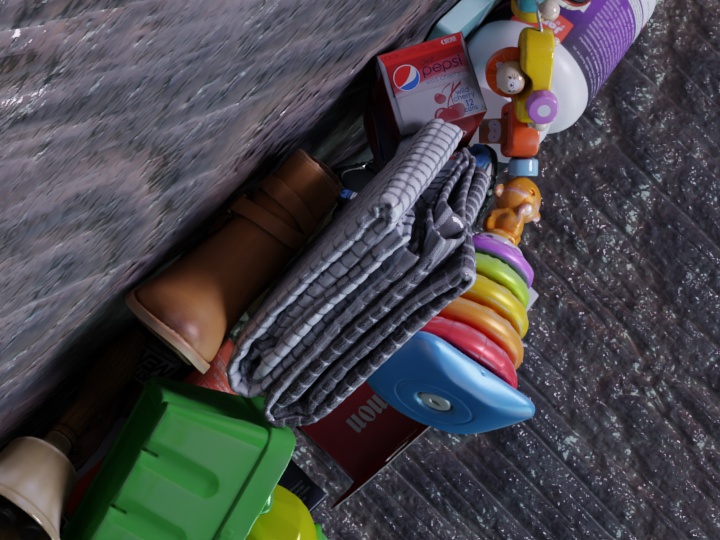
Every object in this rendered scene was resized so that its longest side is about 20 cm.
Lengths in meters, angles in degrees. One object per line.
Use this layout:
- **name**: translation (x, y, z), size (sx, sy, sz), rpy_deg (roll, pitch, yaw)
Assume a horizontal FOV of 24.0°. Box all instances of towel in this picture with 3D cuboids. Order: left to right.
- **towel**: translation (0.006, 0.004, 1.172), size (0.200, 0.086, 0.166), rpy_deg (-45, -173, 27)

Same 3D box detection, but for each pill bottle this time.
- **pill bottle**: translation (0.157, -0.186, 1.416), size (0.200, 0.111, 0.111), rpy_deg (-53, -179, -30)

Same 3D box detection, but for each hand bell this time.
- **hand bell**: translation (-0.208, 0.113, 1.206), size (0.104, 0.104, 0.200), rpy_deg (-49, -172, 50)

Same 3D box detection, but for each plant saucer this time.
- **plant saucer**: translation (0.065, -0.178, 1.410), size (0.070, 0.019, 0.200), rpy_deg (-44, 177, -21)

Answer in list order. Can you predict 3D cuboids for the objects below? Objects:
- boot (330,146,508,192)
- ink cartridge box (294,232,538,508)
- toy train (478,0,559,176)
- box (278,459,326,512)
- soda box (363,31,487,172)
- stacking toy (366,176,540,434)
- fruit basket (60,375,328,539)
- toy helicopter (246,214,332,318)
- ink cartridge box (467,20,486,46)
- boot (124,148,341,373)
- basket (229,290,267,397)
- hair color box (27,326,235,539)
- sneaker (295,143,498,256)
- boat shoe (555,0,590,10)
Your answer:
- **boot**: translation (0.061, -0.096, 1.487), size (0.154, 0.074, 0.203), rpy_deg (-36, 165, 22)
- **ink cartridge box**: translation (0.036, 0.089, 1.453), size (0.200, 0.084, 0.176), rpy_deg (-47, -179, 43)
- **toy train**: translation (0.111, -0.167, 1.236), size (0.150, 0.055, 0.201), rpy_deg (-102, -167, -83)
- **box**: translation (-0.178, 0.210, 1.527), size (0.200, 0.198, 0.123), rpy_deg (-48, 173, 29)
- **soda box**: translation (0.046, -0.120, 1.295), size (0.070, 0.064, 0.200), rpy_deg (-17, 174, -5)
- **stacking toy**: translation (0.088, 0.013, 1.257), size (0.110, 0.116, 0.201), rpy_deg (-23, -141, 57)
- **fruit basket**: translation (-0.099, 0.194, 1.210), size (0.216, 0.216, 0.155), rpy_deg (-45, -163, -3)
- **toy helicopter**: translation (0.000, 0.000, 1.386), size (0.199, 0.133, 0.079), rpy_deg (-23, 171, -12)
- **ink cartridge box**: translation (0.167, -0.229, 1.577), size (0.200, 0.068, 0.116), rpy_deg (-46, 176, 17)
- **boot**: translation (-0.081, -0.015, 1.164), size (0.155, 0.074, 0.200), rpy_deg (-45, -172, 8)
- **basket**: translation (-0.063, 0.038, 1.507), size (0.200, 0.123, 0.136), rpy_deg (-43, 177, -45)
- **hair color box**: translation (-0.180, 0.124, 1.285), size (0.200, 0.061, 0.101), rpy_deg (-45, -146, -17)
- **sneaker**: translation (0.021, -0.038, 1.310), size (0.200, 0.090, 0.078), rpy_deg (-38, 170, 1)
- **boat shoe**: translation (0.196, -0.273, 1.347), size (0.062, 0.071, 0.200), rpy_deg (-28, -165, 41)
